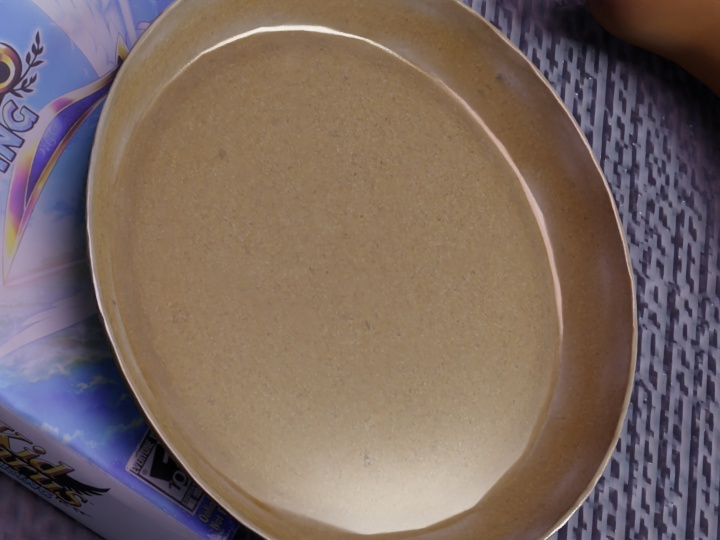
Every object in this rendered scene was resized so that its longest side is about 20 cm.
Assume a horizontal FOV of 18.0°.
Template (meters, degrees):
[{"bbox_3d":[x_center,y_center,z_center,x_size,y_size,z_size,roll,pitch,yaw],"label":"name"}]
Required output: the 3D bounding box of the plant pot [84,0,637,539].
[{"bbox_3d":[0.000,0.000,0.706,0.199,0.027,0.202,13,66,-30],"label":"plant pot"}]

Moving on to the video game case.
[{"bbox_3d":[-0.082,-0.036,0.714,0.181,0.045,0.201,34,57,-13],"label":"video game case"}]

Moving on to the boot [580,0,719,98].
[{"bbox_3d":[0.172,-0.042,0.849,0.198,0.074,0.156,8,71,-25],"label":"boot"}]
